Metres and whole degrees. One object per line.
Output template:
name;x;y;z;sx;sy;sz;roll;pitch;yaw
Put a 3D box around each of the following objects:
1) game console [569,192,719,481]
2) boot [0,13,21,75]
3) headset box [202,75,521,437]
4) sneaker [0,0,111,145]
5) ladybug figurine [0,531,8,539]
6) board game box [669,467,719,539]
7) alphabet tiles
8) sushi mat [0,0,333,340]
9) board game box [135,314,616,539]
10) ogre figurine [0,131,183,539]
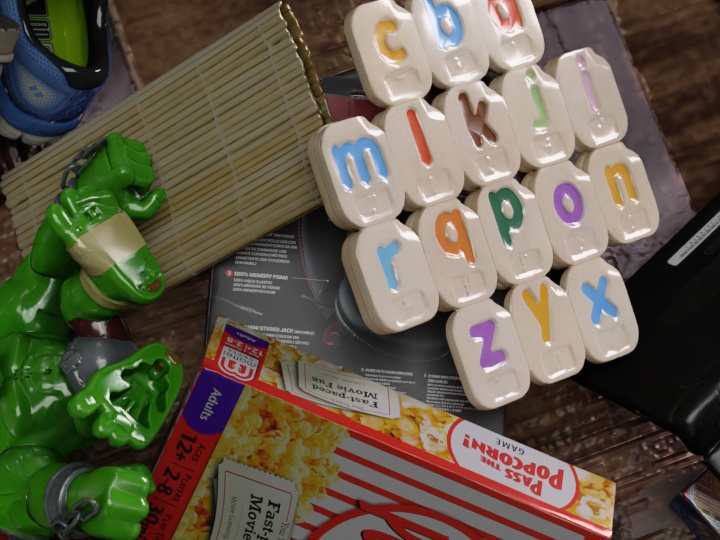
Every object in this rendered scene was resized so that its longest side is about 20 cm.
game console;0.232;0.038;1.281;0.200;0.176;0.116;-42;121;-13
boot;-0.241;-0.027;1.194;0.182;0.073;0.200;5;110;-43
headset box;0.000;0.000;1.275;0.148;0.075;0.201;4;76;-4
sneaker;-0.159;-0.168;1.286;0.078;0.089;0.200;-10;80;-37
ladybug figurine;-0.246;0.145;1.220;0.200;0.072;0.136;-22;79;-10
board game box;0.269;0.143;1.285;0.135;0.035;0.200;-40;83;-13
alphabet tiles;0.062;-0.040;1.230;0.200;0.015;0.196;-20;91;-41
sushi mat;-0.093;-0.042;1.243;0.200;0.012;0.096;-28;73;33
board game box;-0.004;0.126;1.203;0.200;0.152;0.046;22;32;-5
ogre figurine;-0.134;0.048;1.204;0.098;0.120;0.200;-2;63;-40
